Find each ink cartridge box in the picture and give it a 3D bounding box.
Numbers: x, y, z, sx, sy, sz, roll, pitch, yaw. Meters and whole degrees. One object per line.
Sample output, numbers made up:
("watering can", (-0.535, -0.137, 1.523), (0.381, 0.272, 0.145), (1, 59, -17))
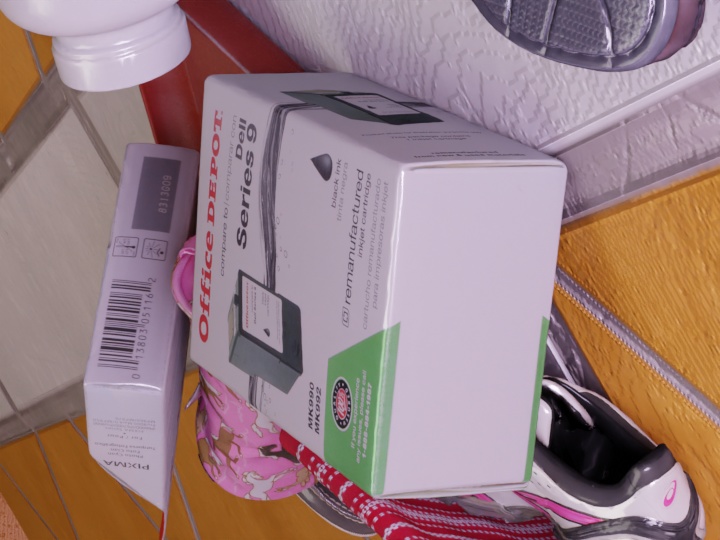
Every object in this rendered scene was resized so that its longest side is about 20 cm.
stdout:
("ink cartridge box", (0.000, 0.000, 1.026), (0.200, 0.084, 0.147), (29, 117, 59))
("ink cartridge box", (-0.124, 0.050, 1.306), (0.200, 0.047, 0.161), (100, 176, -55))

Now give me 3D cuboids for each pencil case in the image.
("pencil case", (-0.055, 0.048, 1.231), (0.200, 0.086, 0.083), (92, 175, -59))

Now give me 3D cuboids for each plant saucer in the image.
("plant saucer", (-0.062, -0.071, 1.246), (0.200, 0.037, 0.200), (45, 158, 40))

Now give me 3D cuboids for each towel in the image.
("towel", (0.062, 0.124, 1.094), (0.200, 0.144, 0.023), (36, 110, 52))

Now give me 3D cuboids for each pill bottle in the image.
("pill bottle", (-0.138, -0.191, 1.110), (0.111, 0.110, 0.201), (34, 144, 53))

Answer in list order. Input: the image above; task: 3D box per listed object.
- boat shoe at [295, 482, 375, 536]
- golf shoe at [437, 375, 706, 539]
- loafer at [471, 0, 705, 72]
("boat shoe", (-0.038, 0.066, 1.352), (0.201, 0.067, 0.057), (61, 168, 8))
("golf shoe", (0.082, 0.075, 1.040), (0.200, 0.072, 0.093), (29, 140, 43))
("loafer", (0.057, -0.129, 0.814), (0.200, 0.063, 0.072), (36, 121, 42))
